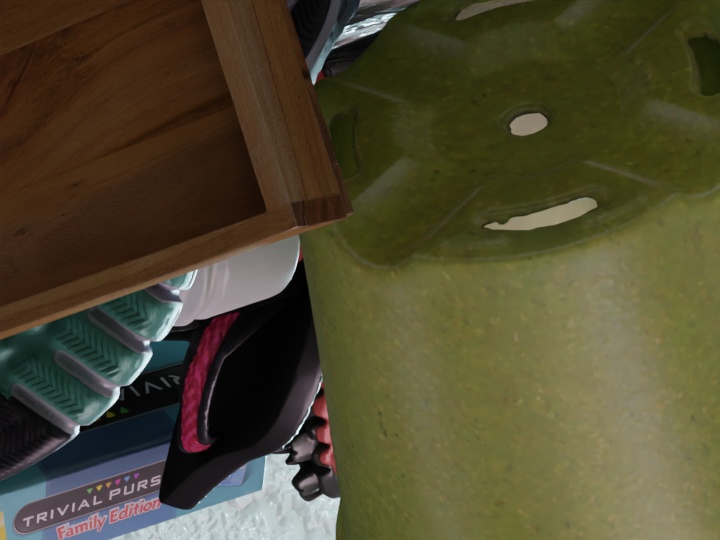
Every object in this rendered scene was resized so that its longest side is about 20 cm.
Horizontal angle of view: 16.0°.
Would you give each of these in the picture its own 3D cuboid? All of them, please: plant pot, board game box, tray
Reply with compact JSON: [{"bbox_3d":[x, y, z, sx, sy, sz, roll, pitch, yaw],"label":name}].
[{"bbox_3d":[0.064,0.022,0.727,0.200,0.185,0.201,-11,-143,9],"label":"plant pot"},{"bbox_3d":[-0.156,0.042,1.106,0.151,0.047,0.200,-16,-140,-32],"label":"board game box"},{"bbox_3d":[-0.107,-0.029,0.647,0.199,0.099,0.037,-19,178,25],"label":"tray"}]

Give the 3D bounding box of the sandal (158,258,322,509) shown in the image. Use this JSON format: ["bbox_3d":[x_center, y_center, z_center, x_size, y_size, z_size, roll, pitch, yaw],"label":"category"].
[{"bbox_3d":[-0.051,0.038,0.951,0.045,0.075,0.200,22,150,-14],"label":"sandal"}]

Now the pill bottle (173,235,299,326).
[{"bbox_3d":[-0.126,-0.008,0.805,0.199,0.115,0.114,-16,177,-25],"label":"pill bottle"}]

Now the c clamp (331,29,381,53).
[{"bbox_3d":[-0.018,-0.073,1.103,0.170,0.027,0.200,-18,177,-12],"label":"c clamp"}]

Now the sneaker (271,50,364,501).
[{"bbox_3d":[0.000,0.000,1.022,0.098,0.201,0.071,-14,-151,-22],"label":"sneaker"}]

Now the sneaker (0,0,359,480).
[{"bbox_3d":[-0.063,-0.018,0.732,0.200,0.074,0.088,-49,172,15],"label":"sneaker"}]

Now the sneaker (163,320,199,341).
[{"bbox_3d":[-0.141,0.002,1.027,0.199,0.105,0.060,-15,177,-37],"label":"sneaker"}]
